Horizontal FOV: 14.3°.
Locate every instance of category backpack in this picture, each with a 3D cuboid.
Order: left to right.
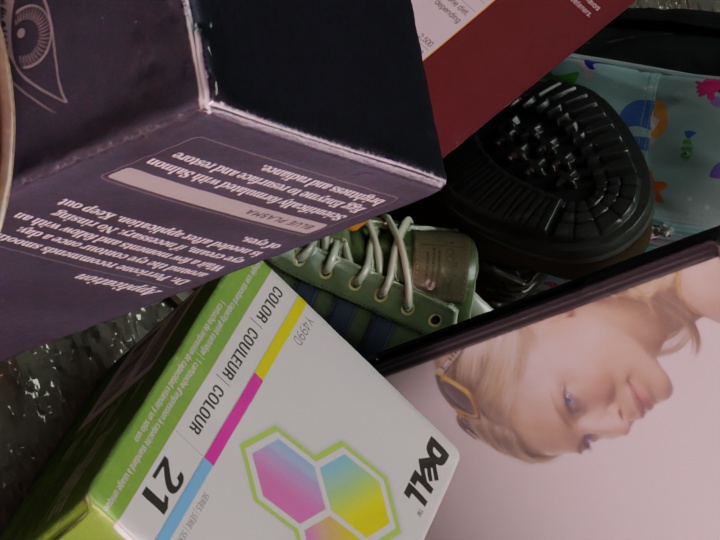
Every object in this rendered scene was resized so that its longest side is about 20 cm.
[{"bbox_3d":[0.149,-0.042,1.213,0.177,0.199,0.152,-7,98,-63],"label":"backpack"}]

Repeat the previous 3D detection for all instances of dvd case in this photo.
[{"bbox_3d":[0.070,0.079,0.984,0.143,0.199,0.018,63,32,-10],"label":"dvd case"}]

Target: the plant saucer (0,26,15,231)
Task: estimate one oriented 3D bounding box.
[{"bbox_3d":[-0.183,-0.033,0.687,0.199,0.037,0.202,4,70,-12],"label":"plant saucer"}]

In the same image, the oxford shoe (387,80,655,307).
[{"bbox_3d":[0.062,-0.025,1.085,0.085,0.072,0.200,63,-12,-23],"label":"oxford shoe"}]

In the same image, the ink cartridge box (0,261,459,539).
[{"bbox_3d":[-0.009,0.114,0.899,0.200,0.076,0.148,43,34,-10],"label":"ink cartridge box"}]

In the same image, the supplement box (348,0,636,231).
[{"bbox_3d":[0.004,-0.167,0.974,0.133,0.200,0.198,36,22,-46],"label":"supplement box"}]

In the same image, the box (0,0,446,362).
[{"bbox_3d":[-0.101,-0.092,0.793,0.117,0.199,0.198,15,60,-55],"label":"box"}]

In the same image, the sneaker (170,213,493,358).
[{"bbox_3d":[0.000,0.000,1.030,0.200,0.089,0.067,45,37,-38],"label":"sneaker"}]
